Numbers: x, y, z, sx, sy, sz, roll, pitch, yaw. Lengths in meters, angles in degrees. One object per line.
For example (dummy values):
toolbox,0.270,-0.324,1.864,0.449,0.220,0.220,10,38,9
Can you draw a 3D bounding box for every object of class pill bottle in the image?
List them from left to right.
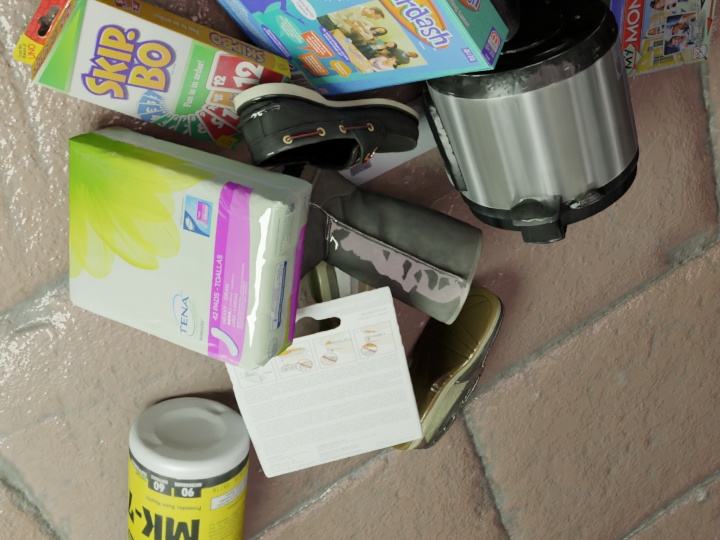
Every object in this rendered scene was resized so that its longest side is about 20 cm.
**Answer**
pill bottle,-0.169,0.236,1.011,0.114,0.114,0.201,-7,119,-25

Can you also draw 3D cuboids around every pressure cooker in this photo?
pressure cooker,0.160,-0.128,0.938,0.176,0.179,0.200,-34,125,-18

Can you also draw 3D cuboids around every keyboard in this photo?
keyboard,-0.003,-0.105,0.975,0.200,0.011,0.056,-28,132,-12

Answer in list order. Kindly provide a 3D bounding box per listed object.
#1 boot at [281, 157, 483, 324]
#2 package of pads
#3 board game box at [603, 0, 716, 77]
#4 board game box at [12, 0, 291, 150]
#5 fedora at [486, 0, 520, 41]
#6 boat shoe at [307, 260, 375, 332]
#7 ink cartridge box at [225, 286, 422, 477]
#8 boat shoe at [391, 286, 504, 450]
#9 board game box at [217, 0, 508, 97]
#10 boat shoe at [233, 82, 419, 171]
boot,0.001,0.001,0.943,0.200,0.073,0.182,29,83,-26
package of pads,-0.143,-0.018,0.839,0.068,0.199,0.155,-37,141,-57
board game box,0.292,-0.294,1.013,0.134,0.029,0.201,-16,123,-21
board game box,-0.163,-0.161,0.821,0.199,0.030,0.096,18,134,-32
fedora,0.064,-0.275,0.839,0.091,0.201,0.201,-12,129,18
boat shoe,-0.004,0.058,1.025,0.068,0.075,0.201,-16,123,-13
ink cartridge box,-0.036,0.096,0.958,0.159,0.047,0.200,-14,128,0
boat shoe,0.095,0.107,1.116,0.065,0.073,0.200,18,111,-46
board game box,-0.008,-0.207,0.800,0.152,0.200,0.045,47,56,-39
boat shoe,-0.021,-0.113,0.882,0.074,0.063,0.201,-23,166,40
